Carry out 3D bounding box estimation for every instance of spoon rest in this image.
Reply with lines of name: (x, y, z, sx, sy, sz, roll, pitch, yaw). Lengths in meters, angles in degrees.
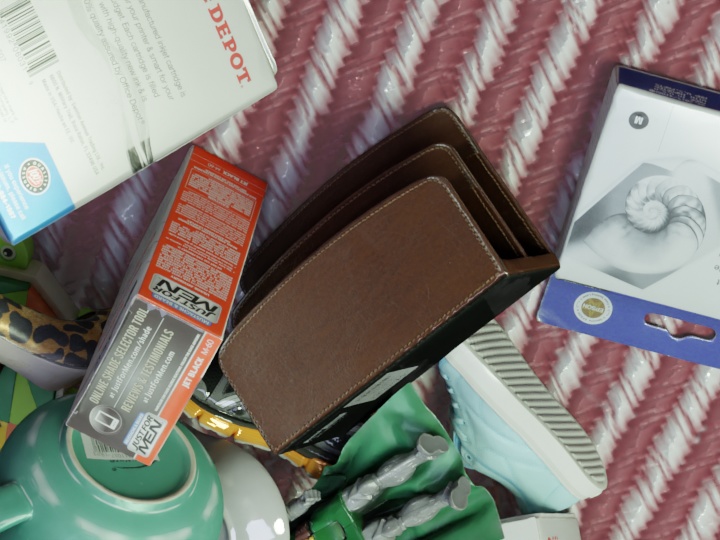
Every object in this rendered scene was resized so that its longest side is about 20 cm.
spoon rest: (-0.118, 0.145, 1.367, 0.200, 0.060, 0.100, 33, 124, 32)

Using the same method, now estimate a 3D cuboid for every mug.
mug: (-0.170, 0.159, 1.250, 0.152, 0.185, 0.115, 32, 125, 4)

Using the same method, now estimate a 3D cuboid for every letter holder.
letter holder: (0.000, 0.000, 1.269, 0.200, 0.100, 0.143, -39, 77, 22)

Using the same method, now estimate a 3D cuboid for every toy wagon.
toy wagon: (-0.265, 0.037, 1.390, 0.154, 0.040, 0.201, 14, 120, 0)

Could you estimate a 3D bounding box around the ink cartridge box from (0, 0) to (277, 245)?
ink cartridge box: (-0.170, -0.133, 1.200, 0.199, 0.084, 0.147, -32, 117, -20)

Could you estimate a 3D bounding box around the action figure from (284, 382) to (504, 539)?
action figure: (-0.012, 0.174, 1.330, 0.200, 0.055, 0.119, -35, 81, 31)

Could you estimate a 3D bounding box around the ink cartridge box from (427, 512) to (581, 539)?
ink cartridge box: (0.117, 0.274, 1.363, 0.085, 0.148, 0.201, -13, 79, 15)

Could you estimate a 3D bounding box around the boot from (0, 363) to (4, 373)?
boot: (-0.331, 0.072, 1.280, 0.186, 0.200, 0.064, 26, 119, -7)

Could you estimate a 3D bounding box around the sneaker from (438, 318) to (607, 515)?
sneaker: (0.084, 0.099, 1.359, 0.082, 0.074, 0.200, -32, 109, 20)

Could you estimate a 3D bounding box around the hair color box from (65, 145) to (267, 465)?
hair color box: (-0.120, 0.018, 1.267, 0.064, 0.200, 0.111, 27, 120, -8)

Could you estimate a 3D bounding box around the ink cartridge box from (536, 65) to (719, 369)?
ink cartridge box: (0.231, -0.016, 1.293, 0.198, 0.041, 0.201, 14, 120, 0)

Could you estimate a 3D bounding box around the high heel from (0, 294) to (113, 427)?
high heel: (-0.226, 0.016, 1.309, 0.071, 0.200, 0.143, -27, 92, 43)

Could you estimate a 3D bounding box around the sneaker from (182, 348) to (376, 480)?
sneaker: (-0.054, 0.085, 1.377, 0.199, 0.078, 0.078, 25, 105, -10)
